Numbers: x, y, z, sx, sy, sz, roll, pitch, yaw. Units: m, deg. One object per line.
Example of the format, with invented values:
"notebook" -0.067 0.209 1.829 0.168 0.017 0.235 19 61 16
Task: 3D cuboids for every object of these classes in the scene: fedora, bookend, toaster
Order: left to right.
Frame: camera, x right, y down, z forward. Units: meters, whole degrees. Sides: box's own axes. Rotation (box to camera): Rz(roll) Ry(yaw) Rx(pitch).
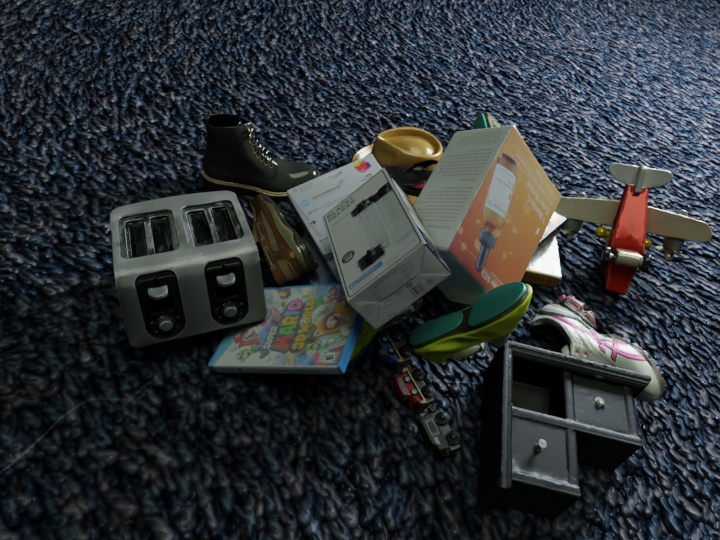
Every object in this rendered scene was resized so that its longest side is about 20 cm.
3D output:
"toaster" -0.233 -0.012 0.790 0.180 0.119 0.200 -10 39 -17
"fedora" 0.084 -0.203 1.055 0.199 0.082 0.201 3 45 -3
"bookend" 0.255 0.212 0.723 0.197 0.092 0.201 14 49 1

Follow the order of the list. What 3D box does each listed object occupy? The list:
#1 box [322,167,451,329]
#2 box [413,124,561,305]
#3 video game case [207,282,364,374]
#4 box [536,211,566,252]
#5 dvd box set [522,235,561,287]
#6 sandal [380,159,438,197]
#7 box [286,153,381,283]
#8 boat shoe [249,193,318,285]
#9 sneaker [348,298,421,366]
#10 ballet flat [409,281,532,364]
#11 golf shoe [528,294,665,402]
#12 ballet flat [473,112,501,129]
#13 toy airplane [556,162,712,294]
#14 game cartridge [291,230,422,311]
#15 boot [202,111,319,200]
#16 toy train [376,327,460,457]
"box" 0.024 -0.035 0.738 0.116 0.060 0.200 -37 34 14
"box" 0.166 -0.071 0.808 0.106 0.152 0.201 9 64 51
"video game case" -0.089 0.073 0.763 0.199 0.018 0.144 -5 42 28
"box" 0.226 -0.068 0.957 0.200 0.040 0.137 -35 64 -31
"dvd box set" 0.236 -0.051 0.993 0.199 0.029 0.147 11 48 -2
"sandal" 0.109 -0.154 0.965 0.198 0.045 0.075 5 46 0
"box" -0.003 -0.073 0.887 0.155 0.041 0.201 -26 60 -12
"boat shoe" -0.136 -0.048 0.881 0.074 0.076 0.200 -37 41 -3
"sneaker" 0.003 0.049 0.808 0.200 0.075 0.084 -36 34 -26
"ballet flat" 0.151 0.075 0.755 0.067 0.200 0.067 45 43 -16
"golf shoe" 0.332 0.123 0.836 0.092 0.073 0.200 -28 49 -23
"ballet flat" 0.263 -0.240 1.149 0.075 0.068 0.201 22 44 -12
"toy airplane" 0.451 -0.082 0.990 0.198 0.141 0.201 -33 72 3
"game cartridge" 0.000 0.000 0.901 0.199 0.041 0.134 10 52 -2
"boot" -0.162 -0.193 0.969 0.199 0.139 0.078 -3 50 -15
"toy train" 0.069 0.157 0.777 0.046 0.034 0.201 -20 54 -13
